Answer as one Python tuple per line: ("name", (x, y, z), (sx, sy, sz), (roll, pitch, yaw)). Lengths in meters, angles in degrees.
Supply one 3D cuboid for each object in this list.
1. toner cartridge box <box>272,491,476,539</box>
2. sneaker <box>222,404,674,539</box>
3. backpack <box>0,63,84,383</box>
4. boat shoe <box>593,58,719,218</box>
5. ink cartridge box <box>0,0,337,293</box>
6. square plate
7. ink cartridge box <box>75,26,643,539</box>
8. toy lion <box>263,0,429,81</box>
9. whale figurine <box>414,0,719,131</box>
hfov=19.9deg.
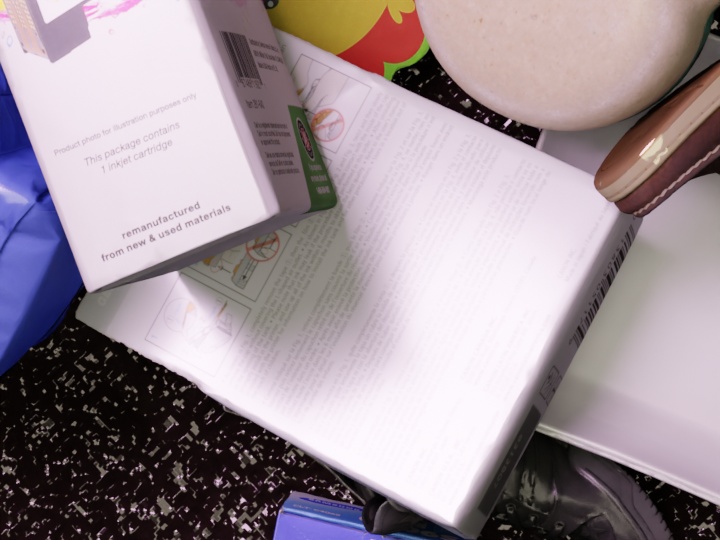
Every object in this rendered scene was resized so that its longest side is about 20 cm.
("toner cartridge box", (-0.010, 0.214, 0.970), (0.094, 0.043, 0.202), (12, 96, 4))
("sneaker", (0.041, 0.092, 0.932), (0.104, 0.060, 0.200), (-42, 82, -20))
("backpack", (-0.190, -0.038, 0.895), (0.167, 0.200, 0.163), (36, 106, -2))
("boat shoe", (0.185, -0.068, 0.874), (0.199, 0.072, 0.072), (-35, 89, -32))
("ink cartridge box", (-0.090, -0.103, 0.818), (0.083, 0.145, 0.202), (-21, 90, 9))
("square plate", (0.161, 0.000, 0.920), (0.197, 0.028, 0.201), (22, 80, 6))
("ink cartridge box", (0.000, 0.000, 0.899), (0.199, 0.057, 0.163), (26, 82, 23))
("toy lion", (-0.039, -0.177, 0.924), (0.190, 0.069, 0.202), (19, 110, 0))
("whale figurine", (0.103, -0.160, 0.868), (0.158, 0.104, 0.202), (23, 109, 18))
